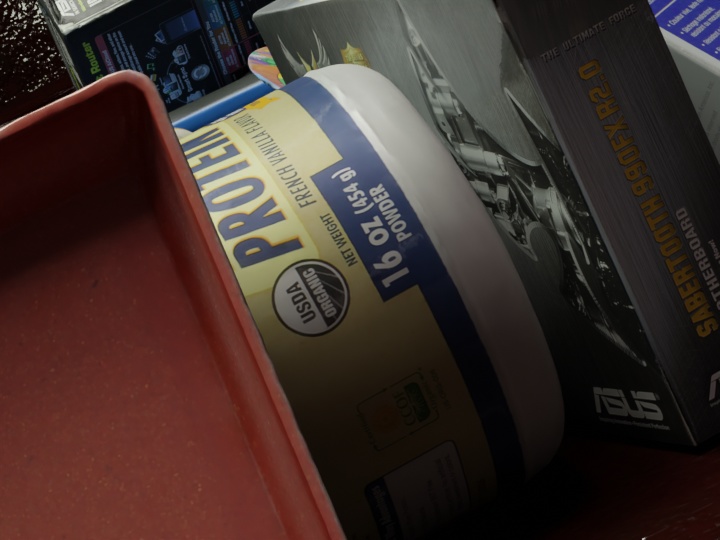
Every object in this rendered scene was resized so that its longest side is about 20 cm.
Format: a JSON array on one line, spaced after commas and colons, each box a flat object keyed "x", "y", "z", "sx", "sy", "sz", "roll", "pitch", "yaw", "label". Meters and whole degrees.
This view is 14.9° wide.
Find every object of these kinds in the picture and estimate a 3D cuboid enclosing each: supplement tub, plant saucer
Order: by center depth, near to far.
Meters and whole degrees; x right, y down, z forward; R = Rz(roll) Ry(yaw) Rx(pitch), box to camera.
[{"x": -0.106, "y": 0.077, "z": 0.742, "sx": 0.199, "sy": 0.201, "sz": 0.037, "roll": -26, "pitch": -17, "yaw": 5, "label": "plant saucer"}, {"x": -0.054, "y": 0.041, "z": 0.843, "sx": 0.199, "sy": 0.145, "sz": 0.144, "roll": -28, "pitch": 11, "yaw": -9, "label": "supplement tub"}]

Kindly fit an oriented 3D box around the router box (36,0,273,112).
[{"x": -0.070, "y": -0.104, "z": 1.434, "sx": 0.149, "sy": 0.201, "sz": 0.062, "roll": -27, "pitch": 47, "yaw": -8, "label": "router box"}]

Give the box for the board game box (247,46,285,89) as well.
[{"x": 0.054, "y": -0.086, "z": 1.162, "sx": 0.199, "sy": 0.039, "sz": 0.158, "roll": 4, "pitch": 16, "yaw": -28, "label": "board game box"}]

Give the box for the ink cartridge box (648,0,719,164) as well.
[{"x": 0.123, "y": -0.078, "z": 0.918, "sx": 0.099, "sy": 0.199, "sz": 0.039, "roll": -38, "pitch": -25, "yaw": -47, "label": "ink cartridge box"}]

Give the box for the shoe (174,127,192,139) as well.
[{"x": -0.096, "y": 0.024, "z": 1.129, "sx": 0.053, "sy": 0.070, "sz": 0.201, "roll": -5, "pitch": 50, "yaw": 40, "label": "shoe"}]

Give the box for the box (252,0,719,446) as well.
[{"x": 0.049, "y": -0.029, "z": 0.892, "sx": 0.048, "sy": 0.159, "sz": 0.200, "roll": -30, "pitch": 12, "yaw": -19, "label": "box"}]

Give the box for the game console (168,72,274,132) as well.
[{"x": -0.069, "y": -0.033, "z": 1.321, "sx": 0.199, "sy": 0.171, "sz": 0.119, "roll": -24, "pitch": 37, "yaw": 14, "label": "game console"}]

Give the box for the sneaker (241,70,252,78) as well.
[{"x": 0.029, "y": -0.081, "z": 1.418, "sx": 0.199, "sy": 0.076, "sz": 0.089, "roll": -11, "pitch": -14, "yaw": -5, "label": "sneaker"}]
